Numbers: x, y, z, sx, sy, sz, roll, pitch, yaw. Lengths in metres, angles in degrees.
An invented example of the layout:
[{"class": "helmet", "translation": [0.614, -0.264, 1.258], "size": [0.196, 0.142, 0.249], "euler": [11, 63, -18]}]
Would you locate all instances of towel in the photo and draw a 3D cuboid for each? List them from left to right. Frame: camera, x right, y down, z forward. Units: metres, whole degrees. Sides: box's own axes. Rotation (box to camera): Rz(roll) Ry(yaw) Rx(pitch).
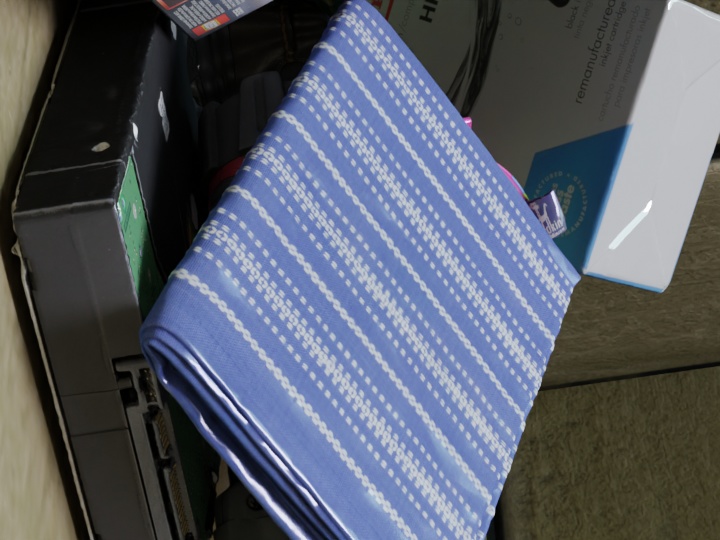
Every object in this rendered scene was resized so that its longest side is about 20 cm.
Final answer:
[{"class": "towel", "translation": [0.005, 0.014, 0.744], "size": [0.145, 0.024, 0.200], "euler": [52, 37, -20]}]

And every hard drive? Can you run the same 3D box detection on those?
[{"class": "hard drive", "translation": [-0.075, -0.004, 0.762], "size": [0.200, 0.038, 0.141], "euler": [-91, 171, -61]}]

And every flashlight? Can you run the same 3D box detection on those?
[{"class": "flashlight", "translation": [-0.018, 0.033, 0.767], "size": [0.068, 0.067, 0.201], "euler": [61, 20, -63]}]

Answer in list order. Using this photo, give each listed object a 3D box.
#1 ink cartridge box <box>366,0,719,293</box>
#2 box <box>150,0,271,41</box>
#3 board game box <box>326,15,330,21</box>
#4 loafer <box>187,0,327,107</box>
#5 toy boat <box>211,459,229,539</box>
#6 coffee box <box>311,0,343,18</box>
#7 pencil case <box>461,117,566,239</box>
[{"class": "ink cartridge box", "translation": [0.053, -0.078, 0.955], "size": [0.066, 0.199, 0.117], "euler": [9, 101, -49]}, {"class": "box", "translation": [-0.082, -0.154, 0.693], "size": [0.138, 0.040, 0.200], "euler": [64, 3, 5]}, {"class": "board game box", "translation": [0.005, -0.189, 1.097], "size": [0.200, 0.043, 0.200], "euler": [45, -37, 32]}, {"class": "loafer", "translation": [-0.041, -0.096, 1.105], "size": [0.200, 0.072, 0.073], "euler": [-14, 96, -85]}, {"class": "toy boat", "translation": [0.006, 0.160, 0.886], "size": [0.131, 0.130, 0.202], "euler": [55, 28, -79]}, {"class": "coffee box", "translation": [-0.048, -0.175, 0.975], "size": [0.123, 0.044, 0.200], "euler": [42, 1, 5]}, {"class": "pencil case", "translation": [0.000, 0.000, 0.910], "size": [0.200, 0.088, 0.089], "euler": [-21, -105, 63]}]
